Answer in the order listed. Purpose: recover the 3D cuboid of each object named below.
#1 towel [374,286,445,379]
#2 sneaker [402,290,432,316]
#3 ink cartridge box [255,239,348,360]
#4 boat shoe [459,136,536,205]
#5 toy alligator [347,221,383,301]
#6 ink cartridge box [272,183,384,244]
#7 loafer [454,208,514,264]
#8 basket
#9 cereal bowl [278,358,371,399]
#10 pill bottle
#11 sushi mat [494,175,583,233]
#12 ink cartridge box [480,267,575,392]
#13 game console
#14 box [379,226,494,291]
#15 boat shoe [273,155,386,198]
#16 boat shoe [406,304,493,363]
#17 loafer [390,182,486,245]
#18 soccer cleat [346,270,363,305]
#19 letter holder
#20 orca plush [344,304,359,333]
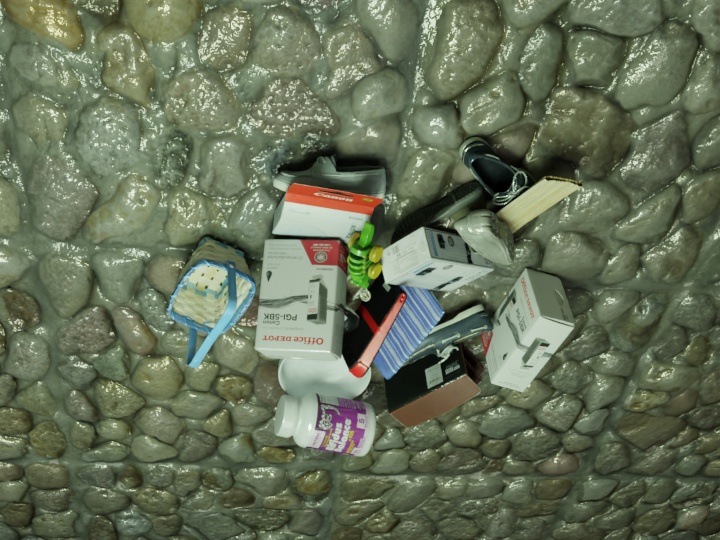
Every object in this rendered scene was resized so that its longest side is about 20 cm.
[{"bbox_3d":[0.069,0.098,1.502,0.024,0.146,0.201,1,134,-47],"label":"towel"},{"bbox_3d":[0.095,0.095,1.564,0.092,0.071,0.200,13,129,-39],"label":"sneaker"},{"bbox_3d":[-0.104,0.053,1.378,0.144,0.204,0.083,1,166,11],"label":"ink cartridge box"},{"bbox_3d":[0.254,-0.159,1.350,0.075,0.062,0.199,-37,125,22],"label":"boat shoe"},{"bbox_3d":[0.000,0.000,1.355,0.059,0.054,0.202,31,142,23],"label":"toy alligator"},{"bbox_3d":[-0.059,-0.093,1.315,0.157,0.048,0.200,9,170,-14],"label":"ink cartridge box"},{"bbox_3d":[0.228,-0.058,1.377,0.069,0.071,0.200,-6,158,27],"label":"loafer"},{"bbox_3d":[-0.269,0.052,1.391,0.137,0.202,0.177,25,126,-25],"label":"basket"},{"bbox_3d":[-0.076,0.191,1.609,0.196,0.084,0.203,-3,132,-3],"label":"cereal bowl"},{"bbox_3d":[-0.075,0.317,1.589,0.196,0.113,0.113,13,129,-17],"label":"pill bottle"},{"bbox_3d":[0.299,-0.113,1.364,0.094,0.012,0.200,4,155,-30],"label":"sushi mat"},{"bbox_3d":[0.332,0.120,1.543,0.081,0.148,0.202,16,127,-16],"label":"ink cartridge box"},{"bbox_3d":[0.021,0.098,1.430,0.031,0.200,0.179,31,94,-14],"label":"game console"},{"bbox_3d":[0.141,-0.016,1.397,0.116,0.061,0.198,-29,156,36],"label":"box"},{"bbox_3d":[-0.051,-0.164,1.324,0.196,0.070,0.073,5,107,-4],"label":"boat shoe"},{"bbox_3d":[0.177,0.143,1.566,0.197,0.063,0.075,-28,164,-5],"label":"boat shoe"},{"bbox_3d":[0.145,-0.082,1.393,0.198,0.076,0.070,-28,114,18],"label":"loafer"},{"bbox_3d":[-0.061,0.053,1.494,0.069,0.078,0.199,33,121,-29],"label":"soccer cleat"},{"bbox_3d":[0.173,0.267,1.689,0.198,0.102,0.142,-30,129,20],"label":"letter holder"},{"bbox_3d":[-0.100,0.067,1.443,0.199,0.071,0.106,39,130,8],"label":"orca plush"}]
